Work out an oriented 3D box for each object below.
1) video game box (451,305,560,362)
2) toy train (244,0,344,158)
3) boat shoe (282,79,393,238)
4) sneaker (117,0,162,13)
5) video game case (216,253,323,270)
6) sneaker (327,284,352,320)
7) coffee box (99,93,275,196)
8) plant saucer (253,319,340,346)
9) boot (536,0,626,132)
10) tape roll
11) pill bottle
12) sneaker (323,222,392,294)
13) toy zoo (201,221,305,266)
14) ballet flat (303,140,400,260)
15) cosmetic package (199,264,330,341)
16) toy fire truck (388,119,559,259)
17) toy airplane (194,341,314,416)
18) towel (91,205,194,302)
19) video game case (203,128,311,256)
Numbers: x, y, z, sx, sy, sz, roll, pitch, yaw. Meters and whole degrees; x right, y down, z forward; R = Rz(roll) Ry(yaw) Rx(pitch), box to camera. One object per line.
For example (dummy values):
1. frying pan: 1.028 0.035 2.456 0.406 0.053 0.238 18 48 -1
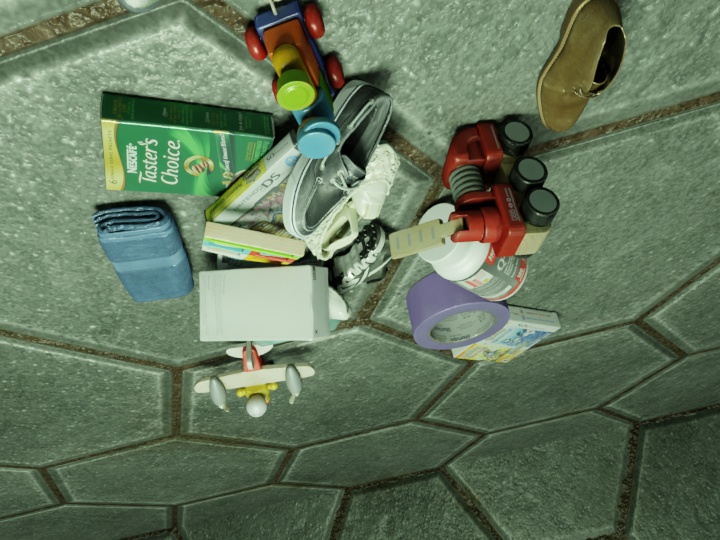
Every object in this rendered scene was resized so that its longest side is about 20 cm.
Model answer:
1. video game box: 0.341 0.154 1.383 0.178 0.048 0.200 11 143 -27
2. toy train: -0.073 -0.214 0.585 0.083 0.118 0.201 -16 149 9
3. boat shoe: -0.024 -0.124 0.694 0.071 0.067 0.203 24 97 -51
4. sneaker: -0.154 -0.287 0.476 0.073 0.083 0.199 17 139 -38
5. video game case: -0.130 -0.060 0.908 0.177 0.024 0.201 -1 147 -17
6. sneaker: -0.103 0.061 0.977 0.196 0.088 0.075 9 150 31
7. coffee box: -0.214 -0.146 0.721 0.195 0.045 0.124 2 147 -22
8. plant saucer: -0.120 0.111 1.095 0.195 0.037 0.200 -13 175 -1
9. boot: 0.265 -0.230 0.708 0.072 0.077 0.201 -11 150 -3
10. tape roll: 0.194 0.078 1.174 0.195 0.087 0.202 -9 149 -5
11. pill bottle: 0.184 -0.029 0.965 0.115 0.118 0.198 -32 144 32
12. sneaker: 0.000 0.000 1.003 0.089 0.068 0.200 17 137 -34
13. toy zoo: -0.158 -0.033 0.824 0.128 0.021 0.200 11 173 -15
14. ballet flat: -0.007 -0.081 0.775 0.071 0.073 0.200 14 139 -35
15. cosmetic package: -0.150 0.053 0.915 0.195 0.116 0.081 -1 178 17
16. toy fire truck: 0.137 -0.095 0.786 0.195 0.180 0.130 -5 150 -9
17. toy airplane: -0.223 0.236 1.242 0.198 0.144 0.197 -32 143 32
18. towel: -0.320 -0.024 0.882 0.109 0.049 0.202 -6 148 -8
19. video game case: -0.082 -0.094 0.801 0.179 0.026 0.198 -35 149 27
